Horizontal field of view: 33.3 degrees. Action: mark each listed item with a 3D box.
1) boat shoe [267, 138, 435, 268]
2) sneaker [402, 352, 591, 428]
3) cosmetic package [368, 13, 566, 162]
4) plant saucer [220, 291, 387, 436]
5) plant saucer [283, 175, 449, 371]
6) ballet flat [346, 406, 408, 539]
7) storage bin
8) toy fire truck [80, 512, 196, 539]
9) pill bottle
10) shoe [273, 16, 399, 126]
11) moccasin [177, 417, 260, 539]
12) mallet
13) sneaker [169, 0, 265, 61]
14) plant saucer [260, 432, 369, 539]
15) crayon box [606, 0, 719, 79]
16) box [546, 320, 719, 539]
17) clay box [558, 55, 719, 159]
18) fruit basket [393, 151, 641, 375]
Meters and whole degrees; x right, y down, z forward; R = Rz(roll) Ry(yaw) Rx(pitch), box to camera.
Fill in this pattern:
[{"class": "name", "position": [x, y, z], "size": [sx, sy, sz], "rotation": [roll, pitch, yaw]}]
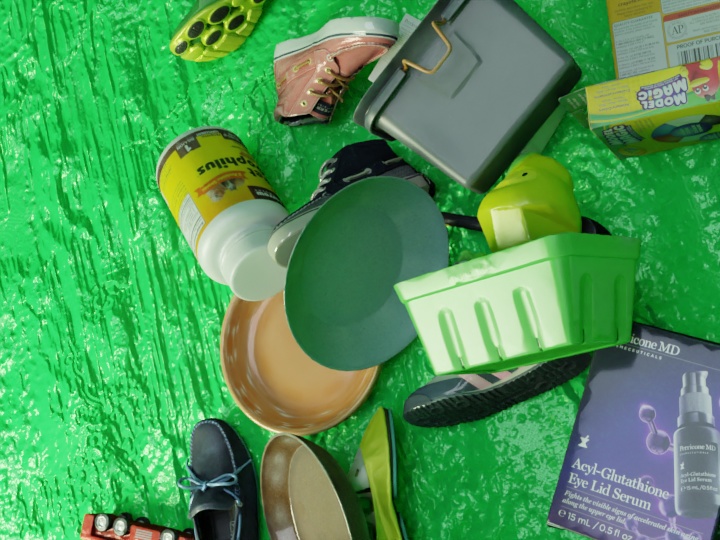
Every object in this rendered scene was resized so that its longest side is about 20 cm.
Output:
[{"class": "boat shoe", "position": [-0.026, -0.072, 1.245], "size": [0.093, 0.199, 0.075], "rotation": [49, 144, 30]}, {"class": "sneaker", "position": [0.129, 0.092, 1.197], "size": [0.199, 0.070, 0.082], "rotation": [-23, 55, 17]}, {"class": "cosmetic package", "position": [0.111, -0.186, 1.255], "size": [0.200, 0.051, 0.083], "rotation": [35, 99, 27]}, {"class": "plant saucer", "position": [-0.059, 0.078, 1.298], "size": [0.199, 0.037, 0.201], "rotation": [-5, 78, 26]}, {"class": "plant saucer", "position": [0.000, 0.000, 1.195], "size": [0.039, 0.201, 0.202], "rotation": [27, 93, 50]}, {"class": "ballet flat", "position": [0.014, 0.239, 1.211], "size": [0.067, 0.067, 0.201], "rotation": [-8, 79, -3]}, {"class": "storage bin", "position": [0.111, -0.177, 1.157], "size": [0.134, 0.145, 0.200], "rotation": [41, 100, 15]}, {"class": "toy fire truck", "position": [-0.272, 0.345, 1.345], "size": [0.199, 0.049, 0.142], "rotation": [7, 84, 26]}, {"class": "pill bottle", "position": [-0.140, -0.060, 1.295], "size": [0.109, 0.109, 0.200], "rotation": [-45, 49, 12]}, {"class": "shoe", "position": [-0.028, -0.209, 1.290], "size": [0.200, 0.071, 0.092], "rotation": [-4, 82, 53]}, {"class": "moccasin", "position": [-0.146, 0.253, 1.290], "size": [0.080, 0.068, 0.201], "rotation": [-24, 71, 20]}, {"class": "mallet", "position": [0.165, -0.037, 1.216], "size": [0.199, 0.066, 0.041], "rotation": [10, 81, 42]}, {"class": "sneaker", "position": [-0.151, -0.329, 1.406], "size": [0.200, 0.074, 0.084], "rotation": [-50, 44, 9]}, {"class": "plant saucer", "position": [-0.042, 0.257, 1.207], "size": [0.200, 0.034, 0.201], "rotation": [32, 127, 54]}, {"class": "crayon box", "position": [0.307, -0.269, 1.176], "size": [0.125, 0.052, 0.201], "rotation": [-10, 77, 24]}, {"class": "box", "position": [0.273, 0.156, 1.085], "size": [0.147, 0.104, 0.201], "rotation": [14, 87, 28]}, {"class": "clay box", "position": [0.296, -0.151, 1.124], "size": [0.199, 0.115, 0.048], "rotation": [-11, 75, 24]}, {"class": "fruit basket", "position": [0.145, -0.017, 1.091], "size": [0.215, 0.155, 0.217], "rotation": [-2, 87, 45]}]
